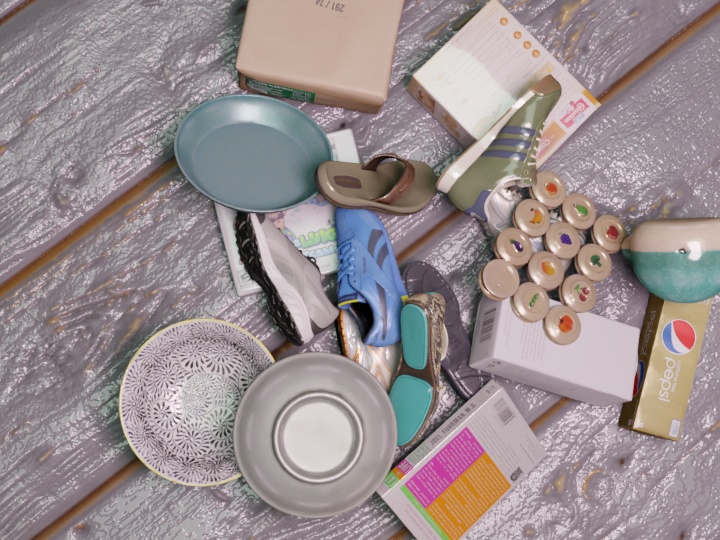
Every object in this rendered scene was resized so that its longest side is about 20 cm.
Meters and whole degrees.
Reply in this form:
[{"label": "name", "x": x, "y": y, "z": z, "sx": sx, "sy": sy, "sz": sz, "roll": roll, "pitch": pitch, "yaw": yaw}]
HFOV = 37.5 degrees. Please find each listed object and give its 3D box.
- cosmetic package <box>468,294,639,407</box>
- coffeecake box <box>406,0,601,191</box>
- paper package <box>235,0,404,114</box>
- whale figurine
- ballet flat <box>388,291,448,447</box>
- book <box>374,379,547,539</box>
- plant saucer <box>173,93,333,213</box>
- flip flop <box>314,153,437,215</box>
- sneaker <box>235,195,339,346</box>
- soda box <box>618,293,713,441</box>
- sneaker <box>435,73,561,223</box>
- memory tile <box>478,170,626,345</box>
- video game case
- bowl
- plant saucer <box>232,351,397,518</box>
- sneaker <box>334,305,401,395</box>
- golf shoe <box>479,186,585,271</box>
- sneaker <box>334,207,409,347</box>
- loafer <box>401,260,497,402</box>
[{"label": "cosmetic package", "x": 0.246, "y": 0.098, "z": 1.340, "sx": 0.200, "sy": 0.074, "sz": 0.102, "roll": 20, "pitch": 69, "yaw": -16}, {"label": "coffeecake box", "x": 0.187, "y": -0.228, "z": 1.396, "sx": 0.154, "sy": 0.073, "sz": 0.200, "roll": -44, "pitch": 88, "yaw": -7}, {"label": "paper package", "x": -0.048, "y": -0.314, "z": 1.375, "sx": 0.200, "sy": 0.103, "sz": 0.191, "roll": 11, "pitch": 83, "yaw": -3}, {"label": "whale figurine", "x": 0.408, "y": -0.014, "z": 1.327, "sx": 0.159, "sy": 0.200, "sz": 0.104, "roll": -2, "pitch": 92, "yaw": 18}, {"label": "ballet flat", "x": 0.078, "y": 0.119, "z": 1.298, "sx": 0.068, "sy": 0.075, "sz": 0.200, "roll": 19, "pitch": 113, "yaw": 35}, {"label": "book", "x": 0.128, "y": 0.250, "z": 1.326, "sx": 0.200, "sy": 0.048, "sz": 0.134, "roll": -40, "pitch": 121, "yaw": -8}, {"label": "plant saucer", "x": -0.135, "y": -0.140, "z": 1.333, "sx": 0.200, "sy": 0.036, "sz": 0.200, "roll": 7, "pitch": 52, "yaw": -9}, {"label": "flip flop", "x": 0.029, "y": -0.117, "z": 1.336, "sx": 0.200, "sy": 0.058, "sz": 0.081, "roll": 0, "pitch": 57, "yaw": -43}, {"label": "sneaker", "x": -0.096, "y": -0.006, "z": 1.339, "sx": 0.079, "sy": 0.074, "sz": 0.200, "roll": -26, "pitch": 87, "yaw": -26}, {"label": "soda box", "x": 0.397, "y": 0.116, "z": 1.378, "sx": 0.064, "sy": 0.068, "sz": 0.200, "roll": 17, "pitch": 83, "yaw": -1}, {"label": "sneaker", "x": 0.193, "y": -0.143, "z": 1.316, "sx": 0.200, "sy": 0.067, "sz": 0.090, "roll": -44, "pitch": 80, "yaw": 2}, {"label": "memory tile", "x": 0.243, "y": -0.019, "z": 1.326, "sx": 0.153, "sy": 0.017, "sz": 0.200, "roll": 35, "pitch": 66, "yaw": -7}, {"label": "video game case", "x": -0.086, "y": -0.076, "z": 1.387, "sx": 0.200, "sy": 0.024, "sz": 0.182, "roll": -14, "pitch": 85, "yaw": -5}, {"label": "bowl", "x": -0.193, "y": 0.163, "z": 1.319, "sx": 0.201, "sy": 0.094, "sz": 0.201, "roll": 0, "pitch": 84, "yaw": -3}, {"label": "plant saucer", "x": -0.051, "y": 0.197, "z": 1.257, "sx": 0.200, "sy": 0.050, "sz": 0.200, "roll": 0, "pitch": 87, "yaw": -7}, {"label": "sneaker", "x": 0.029, "y": 0.133, "z": 1.351, "sx": 0.092, "sy": 0.076, "sz": 0.200, "roll": -10, "pitch": 86, "yaw": -9}, {"label": "golf shoe", "x": 0.189, "y": -0.053, "z": 1.381, "sx": 0.200, "sy": 0.078, "sz": 0.097, "roll": 28, "pitch": 89, "yaw": 0}, {"label": "sneaker", "x": 0.000, "y": 0.000, "z": 1.318, "sx": 0.078, "sy": 0.066, "sz": 0.200, "roll": -8, "pitch": 71, "yaw": -36}, {"label": "loafer", "x": 0.104, "y": 0.085, "z": 1.367, "sx": 0.072, "sy": 0.063, "sz": 0.200, "roll": -26, "pitch": 83, "yaw": -19}]
